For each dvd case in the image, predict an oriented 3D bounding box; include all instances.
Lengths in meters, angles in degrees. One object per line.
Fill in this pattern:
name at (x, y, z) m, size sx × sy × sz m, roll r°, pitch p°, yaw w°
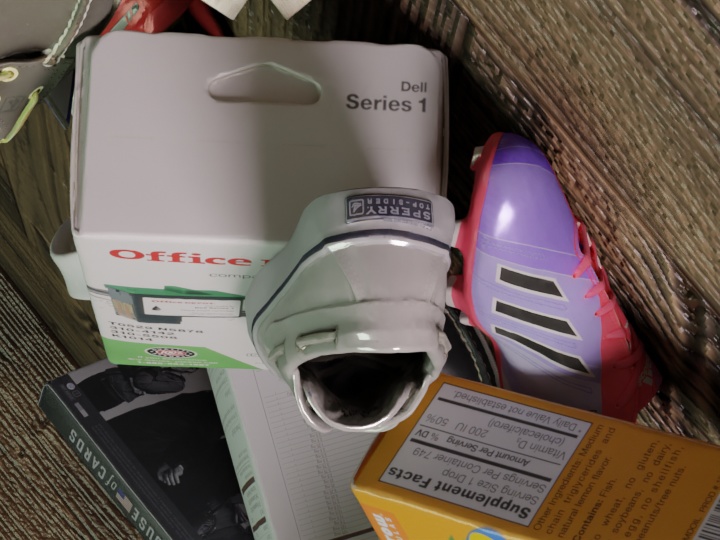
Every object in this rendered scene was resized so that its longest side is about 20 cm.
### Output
dvd case at (-0.053, 0.086, 1.320) m, size 0.150 × 0.199 × 0.025 m, roll 48°, pitch 136°, yaw 23°

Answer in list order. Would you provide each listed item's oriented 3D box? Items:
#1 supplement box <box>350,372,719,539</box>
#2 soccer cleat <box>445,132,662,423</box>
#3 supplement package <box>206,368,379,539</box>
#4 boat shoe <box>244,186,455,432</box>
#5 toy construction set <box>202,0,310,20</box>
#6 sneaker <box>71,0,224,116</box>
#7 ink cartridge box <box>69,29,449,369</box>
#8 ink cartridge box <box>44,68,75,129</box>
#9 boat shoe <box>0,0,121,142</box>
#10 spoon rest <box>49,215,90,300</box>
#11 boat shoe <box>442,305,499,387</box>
supplement box at (0.096, 0.097, 0.889) m, size 0.199 × 0.069 × 0.067 m, roll 15°, pitch 147°, yaw 39°
soccer cleat at (0.080, 0.022, 0.933) m, size 0.076 × 0.067 × 0.201 m, roll 7°, pitch 141°, yaw 17°
supplement package at (0.003, 0.119, 1.201) m, size 0.110 × 0.113 × 0.202 m, roll 121°, pitch 134°, yaw -78°
boat shoe at (-0.001, 0.029, 0.897) m, size 0.200 × 0.071 × 0.066 m, roll 128°, pitch 144°, yaw -70°
toy construction set at (-0.094, -0.156, 0.963) m, size 0.200 × 0.092 × 0.132 m, roll 26°, pitch 141°, yaw 57°
sneaker at (-0.101, -0.098, 1.224) m, size 0.085 × 0.077 × 0.200 m, roll 42°, pitch 166°, yaw 21°
ink cartridge box at (-0.041, -0.022, 0.999) m, size 0.200 × 0.145 × 0.085 m, roll 93°, pitch 178°, yaw -74°
ink cartridge box at (-0.175, -0.192, 1.043) m, size 0.201 × 0.047 × 0.199 m, roll 66°, pitch -162°, yaw -44°
boat shoe at (-0.152, -0.084, 0.948) m, size 0.072 × 0.061 × 0.201 m, roll 34°, pitch 144°, yaw -16°
spoon rest at (-0.092, -0.017, 1.272) m, size 0.199 × 0.061 × 0.100 m, roll -14°, pitch 109°, yaw 40°
boat shoe at (0.000, 0.000, 1.133) m, size 0.201 × 0.074 × 0.060 m, roll 59°, pitch 175°, yaw 10°
